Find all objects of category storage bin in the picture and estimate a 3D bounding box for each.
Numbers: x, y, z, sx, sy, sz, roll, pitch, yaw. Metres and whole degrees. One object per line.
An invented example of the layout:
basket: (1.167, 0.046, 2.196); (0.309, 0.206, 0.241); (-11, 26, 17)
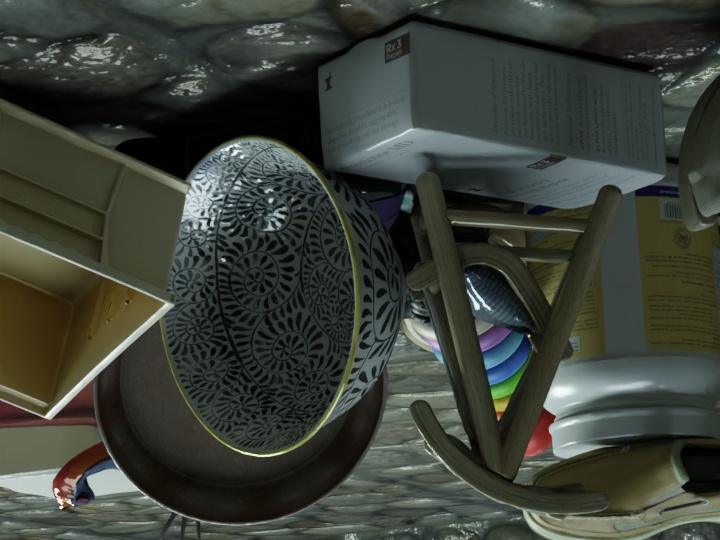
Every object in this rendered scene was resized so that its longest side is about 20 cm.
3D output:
storage bin: (-0.241, -0.013, 1.362); (0.199, 0.094, 0.200); (24, 146, -20)

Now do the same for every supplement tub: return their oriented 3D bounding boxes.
supplement tub: (0.197, 0.032, 1.556); (0.145, 0.200, 0.145); (-2, 166, 0)

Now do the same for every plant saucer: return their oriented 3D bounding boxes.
plant saucer: (-0.083, 0.077, 1.447); (0.200, 0.200, 0.034); (0, -164, -9)

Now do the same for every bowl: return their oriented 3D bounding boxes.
bowl: (-0.034, 0.014, 1.343); (0.094, 0.201, 0.201); (-4, 171, -41)

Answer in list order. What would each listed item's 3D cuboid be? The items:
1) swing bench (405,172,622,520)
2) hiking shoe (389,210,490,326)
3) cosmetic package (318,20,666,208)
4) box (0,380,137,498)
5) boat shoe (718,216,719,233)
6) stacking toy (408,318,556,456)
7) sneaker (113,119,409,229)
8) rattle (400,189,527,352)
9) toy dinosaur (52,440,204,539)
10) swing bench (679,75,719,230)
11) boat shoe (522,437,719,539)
swing bench: (0.090, 0.053, 1.328); (0.130, 0.200, 0.199); (4, 175, 2)
hiking shoe: (0.000, 0.000, 1.502); (0.200, 0.076, 0.101); (0, -154, -4)
cosmetic package: (0.083, -0.092, 1.301); (0.200, 0.074, 0.102); (6, 165, -34)
box: (-0.220, 0.068, 1.632); (0.109, 0.200, 0.128); (-9, 165, 21)
boat shoe: (0.272, -0.011, 1.686); (0.200, 0.060, 0.076); (0, 166, -10)
stacking toy: (0.107, 0.073, 1.610); (0.085, 0.085, 0.200); (-8, 137, 23)
sneaker: (-0.065, -0.073, 1.407); (0.200, 0.076, 0.088); (10, 134, -17)
rattle: (0.042, -0.028, 1.644); (0.200, 0.143, 0.130); (24, 122, -29)
toy dinosaur: (-0.136, 0.113, 1.536); (0.181, 0.200, 0.105); (0, 165, -22)
swing bench: (0.313, -0.094, 1.194); (0.200, 0.130, 0.199); (9, 164, -21)
boat shoe: (0.213, 0.144, 1.483); (0.200, 0.072, 0.076); (-9, 152, -6)
